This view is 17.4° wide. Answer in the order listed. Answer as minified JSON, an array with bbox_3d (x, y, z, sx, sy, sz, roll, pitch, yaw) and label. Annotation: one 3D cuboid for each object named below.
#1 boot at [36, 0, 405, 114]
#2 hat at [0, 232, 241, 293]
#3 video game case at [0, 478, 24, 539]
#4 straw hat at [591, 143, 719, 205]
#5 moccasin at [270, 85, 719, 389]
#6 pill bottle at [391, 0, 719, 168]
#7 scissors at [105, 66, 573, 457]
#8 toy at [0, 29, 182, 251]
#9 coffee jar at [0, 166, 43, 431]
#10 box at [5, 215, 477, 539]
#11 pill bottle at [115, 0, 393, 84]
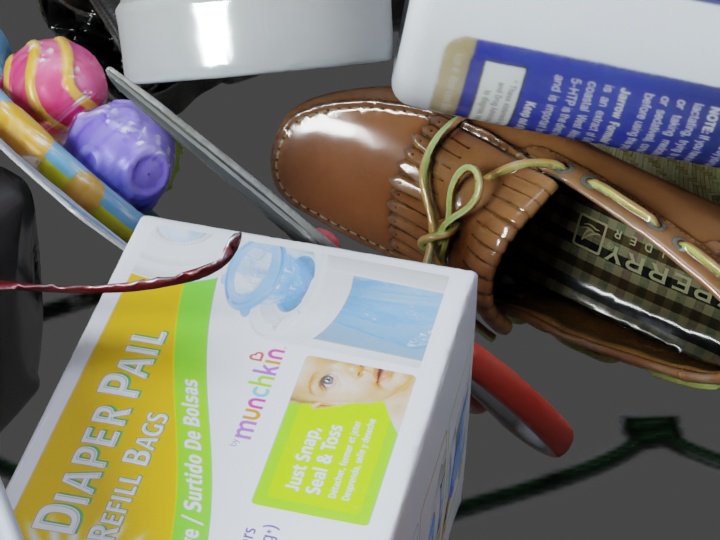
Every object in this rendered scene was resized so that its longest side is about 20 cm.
[{"bbox_3d":[-0.055,-0.140,0.992,0.173,0.069,0.200,-17,38,-15],"label":"boot"},{"bbox_3d":[-0.169,0.013,0.719,0.175,0.166,0.200,-20,52,-28],"label":"hat"},{"bbox_3d":[-0.159,0.106,0.545,0.181,0.023,0.201,-16,59,-19],"label":"video game case"},{"bbox_3d":[0.180,-0.079,0.909,0.200,0.085,0.202,1,39,-1],"label":"straw hat"},{"bbox_3d":[0.056,-0.009,0.830,0.201,0.074,0.078,28,27,16],"label":"moccasin"},{"bbox_3d":[0.118,-0.097,0.805,0.199,0.120,0.120,12,39,-1],"label":"pill bottle"},{"bbox_3d":[0.000,0.000,0.741,0.014,0.200,0.073,-52,40,-9],"label":"scissors"},{"bbox_3d":[-0.102,-0.052,0.828,0.047,0.115,0.200,-54,46,-1],"label":"toy"},{"bbox_3d":[-0.201,-0.011,0.791,0.199,0.105,0.085,21,43,20],"label":"coffee jar"},{"bbox_3d":[-0.040,0.089,0.676,0.112,0.102,0.200,9,39,9],"label":"box"},{"bbox_3d":[-0.043,-0.168,0.803,0.113,0.201,0.114,-4,6,0],"label":"pill bottle"}]
